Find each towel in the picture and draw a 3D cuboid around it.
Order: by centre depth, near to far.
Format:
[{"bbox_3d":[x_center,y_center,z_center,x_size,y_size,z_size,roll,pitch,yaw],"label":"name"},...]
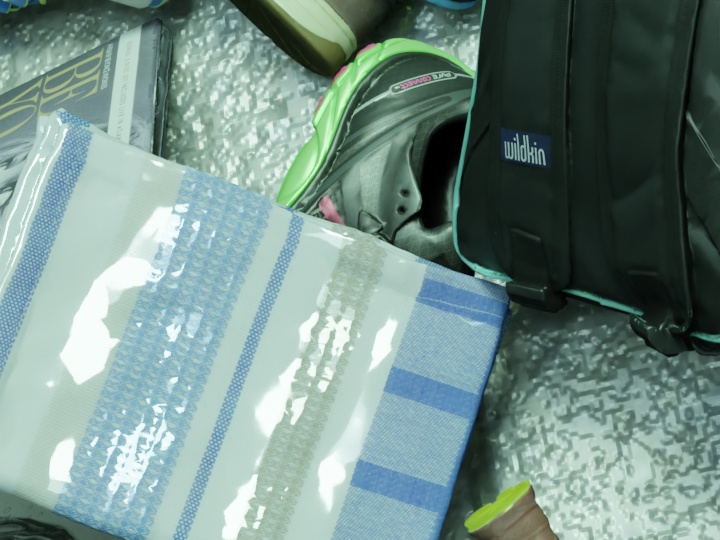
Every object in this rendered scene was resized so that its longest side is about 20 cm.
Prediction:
[{"bbox_3d":[-0.051,0.037,0.851,0.200,0.024,0.147,21,72,-5],"label":"towel"}]

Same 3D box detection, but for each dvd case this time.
[{"bbox_3d":[-0.173,-0.033,0.966,0.200,0.016,0.149,-24,27,10],"label":"dvd case"}]

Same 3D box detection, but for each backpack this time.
[{"bbox_3d":[0.128,-0.088,0.825,0.176,0.153,0.201,20,119,53],"label":"backpack"}]

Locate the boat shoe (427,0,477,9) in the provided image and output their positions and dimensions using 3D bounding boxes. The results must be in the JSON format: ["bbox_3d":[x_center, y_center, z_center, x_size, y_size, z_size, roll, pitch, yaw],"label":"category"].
[{"bbox_3d":[-0.006,-0.195,0.937,0.200,0.084,0.069,44,123,-12],"label":"boat shoe"}]

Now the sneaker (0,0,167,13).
[{"bbox_3d":[-0.174,-0.137,1.033,0.200,0.076,0.105,27,102,24],"label":"sneaker"}]

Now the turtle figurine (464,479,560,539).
[{"bbox_3d":[0.075,0.167,0.811,0.200,0.064,0.161,-42,93,23],"label":"turtle figurine"}]

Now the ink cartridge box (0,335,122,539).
[{"bbox_3d":[-0.156,0.104,0.919,0.067,0.116,0.200,38,89,27],"label":"ink cartridge box"}]

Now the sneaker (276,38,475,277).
[{"bbox_3d":[0.000,0.000,0.921,0.084,0.077,0.200,21,83,27],"label":"sneaker"}]

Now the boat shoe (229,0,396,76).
[{"bbox_3d":[-0.062,-0.174,0.977,0.066,0.072,0.201,-43,92,-12],"label":"boat shoe"}]
